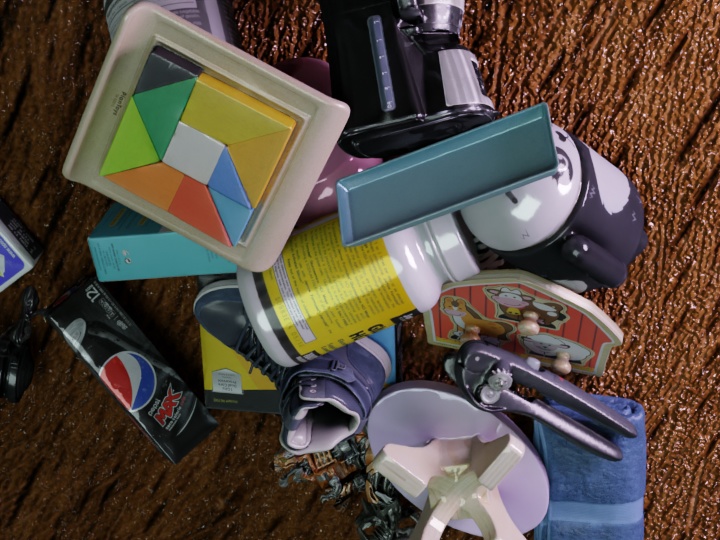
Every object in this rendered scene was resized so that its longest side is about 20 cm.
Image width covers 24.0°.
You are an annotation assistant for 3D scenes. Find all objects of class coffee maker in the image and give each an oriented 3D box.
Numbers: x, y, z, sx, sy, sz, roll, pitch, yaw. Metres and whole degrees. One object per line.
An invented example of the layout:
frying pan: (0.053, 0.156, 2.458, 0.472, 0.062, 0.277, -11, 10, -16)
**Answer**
coffee maker: (0.011, -0.201, 1.451, 0.191, 0.134, 0.202, -14, 79, 34)

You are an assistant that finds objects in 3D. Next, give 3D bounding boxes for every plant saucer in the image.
plant saucer: (0.072, -0.077, 1.418, 0.198, 0.070, 0.019, -20, 145, 20)

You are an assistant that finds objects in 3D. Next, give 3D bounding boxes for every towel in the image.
towel: (0.227, 0.219, 1.678, 0.110, 0.049, 0.202, 3, 115, 12)

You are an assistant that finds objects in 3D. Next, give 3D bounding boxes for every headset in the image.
headset: (-0.383, 0.078, 1.731, 0.123, 0.095, 0.199, 22, 155, -28)

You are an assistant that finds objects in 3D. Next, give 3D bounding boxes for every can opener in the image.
can opener: (0.172, 0.119, 1.587, 0.199, 0.079, 0.064, 24, 111, -9)

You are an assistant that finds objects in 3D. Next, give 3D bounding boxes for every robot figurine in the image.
robot figurine: (0.172, -0.056, 1.488, 0.149, 0.126, 0.199, 6, 164, 43)

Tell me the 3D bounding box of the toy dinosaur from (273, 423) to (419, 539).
toy dinosaur: (0.016, 0.209, 1.703, 0.198, 0.102, 0.137, 0, 106, 26)

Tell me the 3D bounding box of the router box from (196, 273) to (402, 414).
router box: (-0.057, 0.069, 1.675, 0.198, 0.051, 0.151, 3, 116, 11)

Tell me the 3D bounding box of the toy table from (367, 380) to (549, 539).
toy table: (0.090, 0.204, 1.604, 0.199, 0.117, 0.185, 26, 112, -4)

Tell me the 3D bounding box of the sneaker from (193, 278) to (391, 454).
sneaker: (-0.077, 0.089, 1.578, 0.201, 0.146, 0.077, 23, 122, 2)

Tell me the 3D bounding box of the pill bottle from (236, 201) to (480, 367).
pill bottle: (0.000, 0.000, 1.496, 0.198, 0.113, 0.113, -23, 108, 11)

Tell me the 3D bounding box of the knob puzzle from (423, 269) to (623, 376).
knob puzzle: (0.143, 0.052, 1.560, 0.217, 0.031, 0.220, 13, 158, 5)

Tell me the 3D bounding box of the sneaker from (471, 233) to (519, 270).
sneaker: (0.098, -0.039, 1.567, 0.071, 0.080, 0.201, -22, 108, 20)

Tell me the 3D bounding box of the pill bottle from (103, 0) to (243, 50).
pill bottle: (-0.163, -0.205, 1.490, 0.113, 0.114, 0.202, -24, 67, 24)

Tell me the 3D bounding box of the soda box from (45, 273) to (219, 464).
soda box: (-0.233, 0.100, 1.715, 0.063, 0.071, 0.200, -42, 103, -12)

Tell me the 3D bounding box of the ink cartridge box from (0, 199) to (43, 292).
ink cartridge box: (-0.457, -0.038, 1.734, 0.199, 0.043, 0.199, -33, 103, 25)

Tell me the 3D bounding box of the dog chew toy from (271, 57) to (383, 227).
dog chew toy: (-0.034, -0.094, 1.559, 0.124, 0.125, 0.201, -20, 117, 22)

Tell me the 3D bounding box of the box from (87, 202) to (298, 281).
box: (-0.156, -0.035, 1.634, 0.198, 0.082, 0.050, -4, 117, 16)

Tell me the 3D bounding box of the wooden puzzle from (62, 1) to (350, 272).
wooden puzzle: (-0.131, -0.103, 1.395, 0.199, 0.037, 0.186, 25, 124, -6)
